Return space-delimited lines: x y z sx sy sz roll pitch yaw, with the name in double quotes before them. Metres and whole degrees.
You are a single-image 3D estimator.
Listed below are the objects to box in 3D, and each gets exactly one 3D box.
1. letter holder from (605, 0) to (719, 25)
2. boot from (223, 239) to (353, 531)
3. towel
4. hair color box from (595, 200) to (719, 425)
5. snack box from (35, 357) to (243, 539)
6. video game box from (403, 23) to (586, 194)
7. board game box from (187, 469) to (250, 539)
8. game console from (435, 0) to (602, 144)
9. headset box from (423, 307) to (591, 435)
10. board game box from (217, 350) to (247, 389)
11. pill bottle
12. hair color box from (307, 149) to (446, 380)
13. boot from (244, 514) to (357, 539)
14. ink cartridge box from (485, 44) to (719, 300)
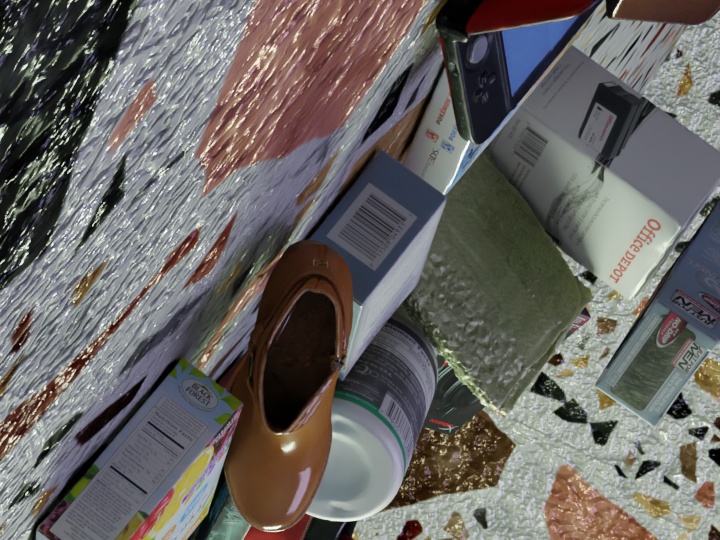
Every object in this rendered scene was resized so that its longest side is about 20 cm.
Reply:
"letter holder" 0.272 -0.271 1.511 0.200 0.142 0.101 115 -23 -60
"boot" -0.047 0.083 1.275 0.155 0.074 0.200 -105 -159 -79
"towel" 0.095 0.005 1.681 0.148 0.200 0.036 -50 -155 -24
"hair color box" 0.266 0.032 1.691 0.099 0.061 0.200 -60 174 34
"snack box" -0.144 0.156 1.302 0.142 0.053 0.200 -50 171 -28
"video game box" 0.119 -0.171 1.498 0.200 0.047 0.182 -49 170 -30
"board game box" -0.096 0.159 1.545 0.200 0.028 0.135 118 -13 -46
"game console" 0.150 -0.180 1.301 0.200 0.119 0.172 -50 148 -26
"headset box" 0.091 0.046 1.815 0.200 0.075 0.149 -41 143 22
"board game box" -0.129 0.146 1.504 0.103 0.019 0.200 -50 173 -42
"pill bottle" -0.001 0.099 1.658 0.113 0.113 0.200 -58 -176 32
"hair color box" 0.000 0.000 1.479 0.099 0.061 0.200 -51 172 -17
"boot" -0.082 0.229 1.712 0.200 0.144 0.072 -57 174 37
"ink cartridge box" 0.182 -0.087 1.692 0.084 0.200 0.145 -50 173 -27
